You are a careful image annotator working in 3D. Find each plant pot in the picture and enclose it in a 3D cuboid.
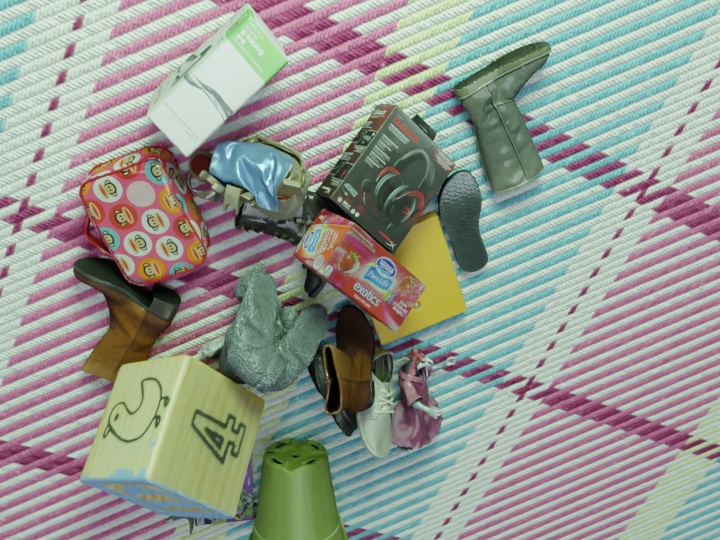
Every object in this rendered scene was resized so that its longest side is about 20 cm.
[{"bbox_3d":[-0.122,0.432,1.425,0.195,0.200,0.194,-3,103,-9],"label":"plant pot"}]

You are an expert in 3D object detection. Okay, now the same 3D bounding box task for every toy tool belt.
[{"bbox_3d":[-0.176,-0.146,1.129,0.196,0.123,0.128,15,90,4],"label":"toy tool belt"}]

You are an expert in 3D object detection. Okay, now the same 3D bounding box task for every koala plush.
[{"bbox_3d":[-0.182,0.136,1.275,0.176,0.186,0.199,33,142,-20],"label":"koala plush"}]

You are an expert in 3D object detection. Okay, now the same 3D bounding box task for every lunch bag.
[{"bbox_3d":[-0.345,-0.078,1.177,0.173,0.082,0.203,-18,118,4],"label":"lunch bag"}]

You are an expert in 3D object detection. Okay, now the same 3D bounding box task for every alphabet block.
[{"bbox_3d":[-0.303,0.278,1.235,0.193,0.203,0.196,-11,143,36],"label":"alphabet block"}]

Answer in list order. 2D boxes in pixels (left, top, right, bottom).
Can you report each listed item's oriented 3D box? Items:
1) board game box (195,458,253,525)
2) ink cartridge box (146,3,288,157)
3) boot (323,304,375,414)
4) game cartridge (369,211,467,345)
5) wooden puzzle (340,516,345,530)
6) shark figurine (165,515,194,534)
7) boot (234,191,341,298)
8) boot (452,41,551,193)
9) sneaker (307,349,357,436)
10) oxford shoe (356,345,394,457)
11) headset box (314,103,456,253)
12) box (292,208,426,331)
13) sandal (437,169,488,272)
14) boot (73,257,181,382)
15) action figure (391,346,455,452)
[{"bbox_3d":[-0.267,0.405,1.456,0.117,0.032,0.204,0,116,-6],"label":"board game box"},{"bbox_3d":[-0.206,-0.275,1.077,0.199,0.146,0.084,-40,116,9],"label":"ink cartridge box"},{"bbox_3d":[-0.033,0.142,1.251,0.067,0.200,0.193,-3,79,16],"label":"boot"},{"bbox_3d":[0.084,0.016,1.341,0.173,0.033,0.203,-21,115,-1],"label":"game cartridge"},{"bbox_3d":[-0.111,0.540,1.454,0.181,0.200,0.038,-3,108,-9],"label":"wooden puzzle"},{"bbox_3d":[-0.348,0.365,1.382,0.128,0.214,0.090,-43,161,-19],"label":"shark figurine"},{"bbox_3d":[-0.125,-0.063,1.246,0.170,0.069,0.204,10,105,-13],"label":"boot"},{"bbox_3d":[0.259,-0.246,1.226,0.179,0.073,0.202,-25,111,17],"label":"boot"},{"bbox_3d":[-0.035,0.213,1.395,0.090,0.076,0.202,-31,124,-6],"label":"sneaker"},{"bbox_3d":[0.034,0.237,1.365,0.074,0.057,0.205,5,81,-41],"label":"oxford shoe"},{"bbox_3d":[0.047,-0.155,1.200,0.148,0.075,0.201,39,84,-26],"label":"headset box"},{"bbox_3d":[0.000,0.000,1.212,0.199,0.099,0.096,39,85,-37],"label":"box"},{"bbox_3d":[0.176,-0.087,1.308,0.074,0.043,0.203,-12,127,3],"label":"sandal"},{"bbox_3d":[-0.424,0.089,1.269,0.186,0.069,0.201,23,116,-28],"label":"boot"},{"bbox_3d":[0.100,0.231,1.422,0.146,0.134,0.204,3,116,22],"label":"action figure"}]
